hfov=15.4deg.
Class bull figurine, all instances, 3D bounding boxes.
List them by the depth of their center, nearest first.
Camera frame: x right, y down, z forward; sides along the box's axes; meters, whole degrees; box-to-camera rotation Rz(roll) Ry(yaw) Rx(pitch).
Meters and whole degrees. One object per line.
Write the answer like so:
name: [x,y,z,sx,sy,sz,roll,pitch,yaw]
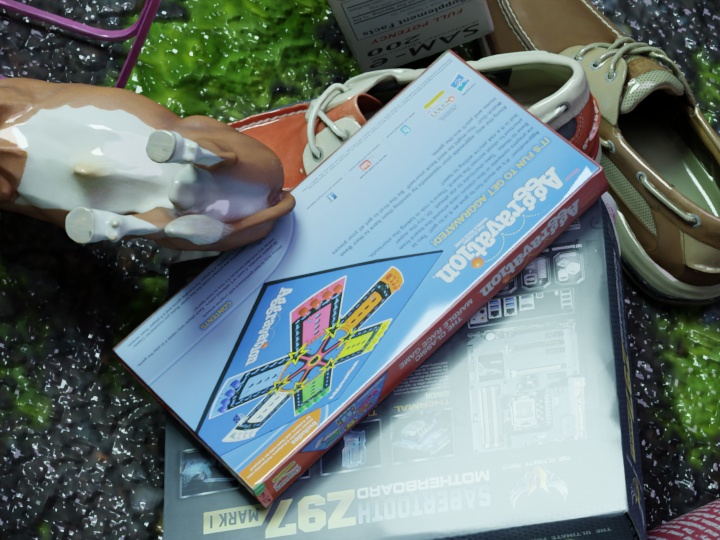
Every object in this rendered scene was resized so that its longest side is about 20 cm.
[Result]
bull figurine: [-0.129,-0.047,1.128,0.198,0.121,0.066,7,95,18]

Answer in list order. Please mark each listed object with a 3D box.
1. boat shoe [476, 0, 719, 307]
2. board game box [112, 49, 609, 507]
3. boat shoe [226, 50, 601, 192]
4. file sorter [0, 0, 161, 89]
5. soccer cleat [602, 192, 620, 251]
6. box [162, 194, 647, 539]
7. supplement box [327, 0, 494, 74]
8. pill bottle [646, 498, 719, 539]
boat shoe: [0.132,-0.079,1.302,0.075,0.074,0.201,-24,69,-32]
board game box: [0.000,0.000,1.125,0.200,0.019,0.103,-42,54,-11]
boat shoe: [0.010,-0.060,1.208,0.198,0.063,0.072,-6,58,9]
file sorter: [-0.139,-0.196,1.234,0.125,0.139,0.201,17,54,-11]
soccer cleat: [0.094,0.004,1.232,0.086,0.070,0.201,-13,63,-18]
box: [0.016,0.059,1.125,0.198,0.051,0.159,-10,55,11]
supplement box: [-0.003,-0.199,1.248,0.073,0.200,0.127,-19,63,5]
pill bottle: [0.142,0.163,1.123,0.199,0.113,0.113,-19,67,-30]
